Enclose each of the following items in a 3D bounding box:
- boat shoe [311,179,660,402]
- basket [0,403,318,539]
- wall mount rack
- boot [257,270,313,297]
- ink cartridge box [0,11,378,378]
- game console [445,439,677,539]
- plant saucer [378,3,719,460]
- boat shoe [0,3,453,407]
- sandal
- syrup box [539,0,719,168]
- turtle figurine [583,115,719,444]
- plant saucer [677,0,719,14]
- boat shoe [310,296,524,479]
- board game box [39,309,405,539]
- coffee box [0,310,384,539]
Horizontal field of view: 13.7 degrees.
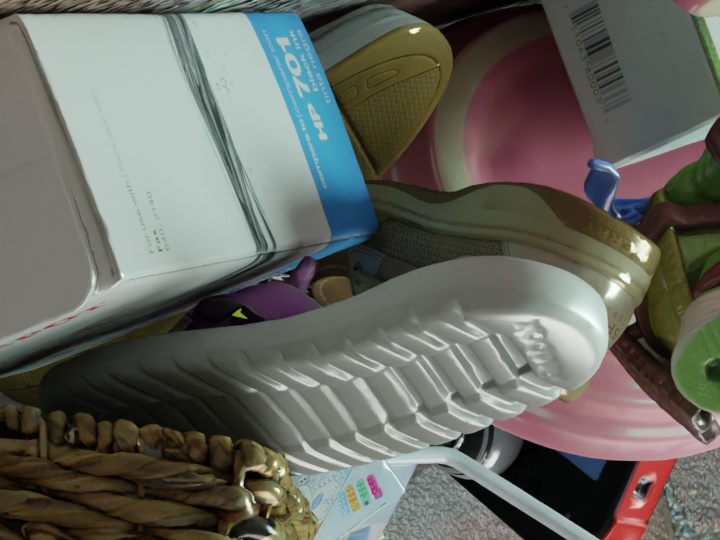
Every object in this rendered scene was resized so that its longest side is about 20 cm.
[{"bbox_3d":[0.026,0.012,0.992,0.071,0.065,0.200,27,169,-18],"label":"boat shoe"},{"bbox_3d":[-0.094,0.127,0.924,0.142,0.150,0.200,8,170,4],"label":"basket"},{"bbox_3d":[0.012,0.128,1.244,0.173,0.075,0.200,1,145,-19],"label":"wall mount rack"},{"bbox_3d":[0.001,-0.001,1.188,0.203,0.153,0.074,-24,143,-59],"label":"boot"},{"bbox_3d":[-0.103,-0.016,0.917,0.146,0.086,0.200,-21,176,21],"label":"ink cartridge box"},{"bbox_3d":[0.093,0.010,1.282,0.031,0.201,0.177,16,-168,-37],"label":"game console"},{"bbox_3d":[0.093,-0.026,1.134,0.200,0.201,0.051,-18,154,-26],"label":"plant saucer"},{"bbox_3d":[-0.061,-0.038,1.064,0.200,0.069,0.071,-36,142,4],"label":"boat shoe"},{"bbox_3d":[-0.009,0.022,0.911,0.202,0.050,0.082,-11,145,35],"label":"sandal"},{"bbox_3d":[0.172,-0.105,1.121,0.199,0.079,0.081,-17,176,-35],"label":"syrup box"},{"bbox_3d":[0.165,0.007,0.981,0.199,0.145,0.194,17,-152,-1],"label":"turtle figurine"},{"bbox_3d":[0.157,-0.121,0.853,0.199,0.051,0.201,-19,178,-1],"label":"plant saucer"},{"bbox_3d":[-0.010,0.016,1.296,0.068,0.200,0.074,-12,146,-45],"label":"boat shoe"},{"bbox_3d":[-0.105,0.102,1.131,0.199,0.043,0.200,-36,-159,-12],"label":"board game box"},{"bbox_3d":[-0.135,0.081,1.444,0.197,0.201,0.200,-21,177,20],"label":"coffee box"}]
